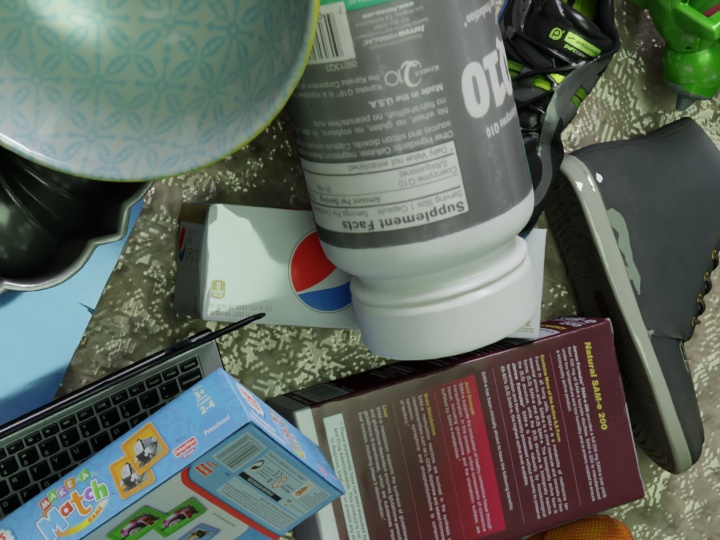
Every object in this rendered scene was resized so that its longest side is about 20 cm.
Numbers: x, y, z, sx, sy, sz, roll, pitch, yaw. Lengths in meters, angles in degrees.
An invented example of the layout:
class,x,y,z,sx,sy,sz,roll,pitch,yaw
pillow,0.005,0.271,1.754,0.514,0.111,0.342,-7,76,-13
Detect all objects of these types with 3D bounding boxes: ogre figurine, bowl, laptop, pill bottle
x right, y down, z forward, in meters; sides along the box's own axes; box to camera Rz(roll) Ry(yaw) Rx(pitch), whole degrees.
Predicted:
class,x,y,z,sx,sy,sz,roll,pitch,yaw
ogre figurine,0.213,-0.182,0.992,0.120,0.201,0.098,-37,61,-20
bowl,-0.106,-0.153,0.774,0.198,0.108,0.202,5,122,7
laptop,-0.129,0.114,0.847,0.186,0.116,0.202,-24,125,-17
pill bottle,0.024,-0.066,0.854,0.112,0.113,0.202,-20,109,-18

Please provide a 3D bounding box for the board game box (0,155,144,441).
class,x,y,z,sx,sy,sz,roll,pitch,yaw
board game box,-0.213,-0.012,0.893,0.157,0.039,0.202,28,75,-17

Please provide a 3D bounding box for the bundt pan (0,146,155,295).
class,x,y,z,sx,sy,sz,roll,pitch,yaw
bundt pan,-0.197,-0.081,0.841,0.200,0.076,0.204,2,83,-20

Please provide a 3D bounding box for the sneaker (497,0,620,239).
class,x,y,z,sx,sy,sz,roll,pitch,yaw
sneaker,0.097,-0.110,0.955,0.070,0.083,0.201,25,66,-7

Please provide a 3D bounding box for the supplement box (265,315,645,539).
class,x,y,z,sx,sy,sz,roll,pitch,yaw
supplement box,0.056,0.102,0.978,0.198,0.061,0.110,-14,96,-18

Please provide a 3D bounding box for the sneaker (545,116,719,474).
class,x,y,z,sx,sy,sz,roll,pitch,yaw
sneaker,0.189,0.013,1.015,0.105,0.075,0.202,-21,97,-15

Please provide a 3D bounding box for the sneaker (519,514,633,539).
class,x,y,z,sx,sy,sz,roll,pitch,yaw
sneaker,0.090,0.206,0.982,0.199,0.077,0.074,-30,100,-27

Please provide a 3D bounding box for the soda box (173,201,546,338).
class,x,y,z,sx,sy,sz,roll,pitch,yaw
soda box,0.000,0.000,0.951,0.198,0.068,0.064,3,91,-20

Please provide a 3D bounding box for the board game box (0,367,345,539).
class,x,y,z,sx,sy,sz,roll,pitch,yaw
board game box,-0.117,0.137,0.849,0.199,0.151,0.037,-35,64,2
